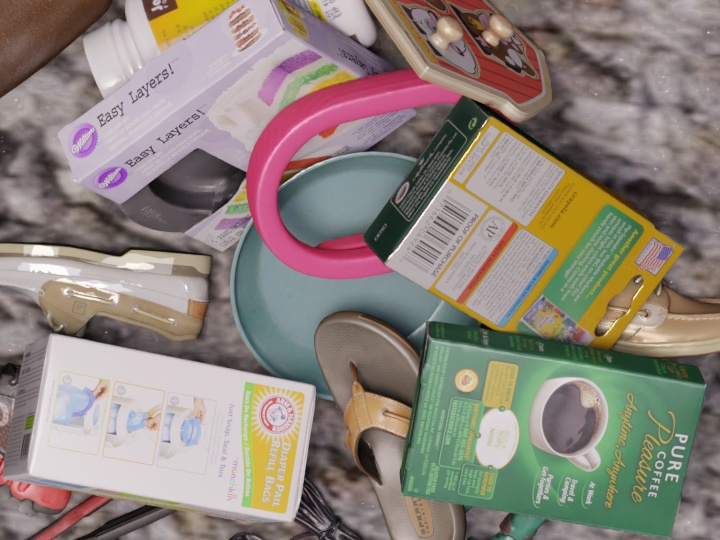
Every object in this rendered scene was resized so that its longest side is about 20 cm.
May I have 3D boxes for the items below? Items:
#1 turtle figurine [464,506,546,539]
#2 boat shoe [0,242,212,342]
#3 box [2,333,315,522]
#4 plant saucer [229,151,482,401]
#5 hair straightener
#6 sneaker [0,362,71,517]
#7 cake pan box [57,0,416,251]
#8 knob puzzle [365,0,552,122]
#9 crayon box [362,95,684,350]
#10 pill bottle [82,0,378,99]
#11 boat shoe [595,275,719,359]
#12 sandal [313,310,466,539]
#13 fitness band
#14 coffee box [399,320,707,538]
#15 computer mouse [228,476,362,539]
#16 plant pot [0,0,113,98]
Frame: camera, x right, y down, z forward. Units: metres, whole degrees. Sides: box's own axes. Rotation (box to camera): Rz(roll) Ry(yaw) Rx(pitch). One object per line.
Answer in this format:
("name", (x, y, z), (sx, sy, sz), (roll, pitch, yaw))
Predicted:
("turtle figurine", (0.141, 0.140, 1.696), (0.200, 0.101, 0.150), (-39, 90, 14))
("boat shoe", (-0.211, 0.015, 1.704), (0.198, 0.075, 0.069), (4, 92, 1))
("box", (-0.146, 0.117, 1.659), (0.199, 0.112, 0.102), (12, 80, -17))
("plant saucer", (0.000, 0.000, 1.687), (0.199, 0.036, 0.201), (-5, 116, -10))
("hair straightener", (-0.209, 0.218, 1.748), (0.199, 0.041, 0.077), (-33, 95, 6))
("sneaker", (-0.288, 0.096, 1.721), (0.200, 0.071, 0.098), (33, 98, -4))
("cake pan box", (-0.087, -0.102, 1.616), (0.199, 0.184, 0.053), (-33, 59, 18))
("knob puzzle", (0.072, -0.181, 1.613), (0.219, 0.220, 0.030), (41, 112, -3))
("crayon box", (0.116, -0.020, 1.613), (0.199, 0.052, 0.126), (31, 100, -31))
("pill bottle", (-0.095, -0.175, 1.655), (0.199, 0.109, 0.110), (-24, 96, 5))
("boat shoe", (0.199, 0.028, 1.688), (0.198, 0.071, 0.065), (-2, 98, 4))
("sandal", (0.019, 0.125, 1.660), (0.081, 0.055, 0.201), (-14, 95, 27))
("fitness band", (0.017, -0.067, 1.602), (0.199, 0.037, 0.144), (-14, 124, -15))
("coffee box", (0.134, 0.112, 1.608), (0.199, 0.044, 0.124), (8, 107, -2))
("computer mouse", (-0.070, 0.264, 1.748), (0.140, 0.046, 0.200), (39, 86, 1))
("plant pot", (-0.298, -0.178, 1.583), (0.186, 0.187, 0.200), (35, 56, -2))
